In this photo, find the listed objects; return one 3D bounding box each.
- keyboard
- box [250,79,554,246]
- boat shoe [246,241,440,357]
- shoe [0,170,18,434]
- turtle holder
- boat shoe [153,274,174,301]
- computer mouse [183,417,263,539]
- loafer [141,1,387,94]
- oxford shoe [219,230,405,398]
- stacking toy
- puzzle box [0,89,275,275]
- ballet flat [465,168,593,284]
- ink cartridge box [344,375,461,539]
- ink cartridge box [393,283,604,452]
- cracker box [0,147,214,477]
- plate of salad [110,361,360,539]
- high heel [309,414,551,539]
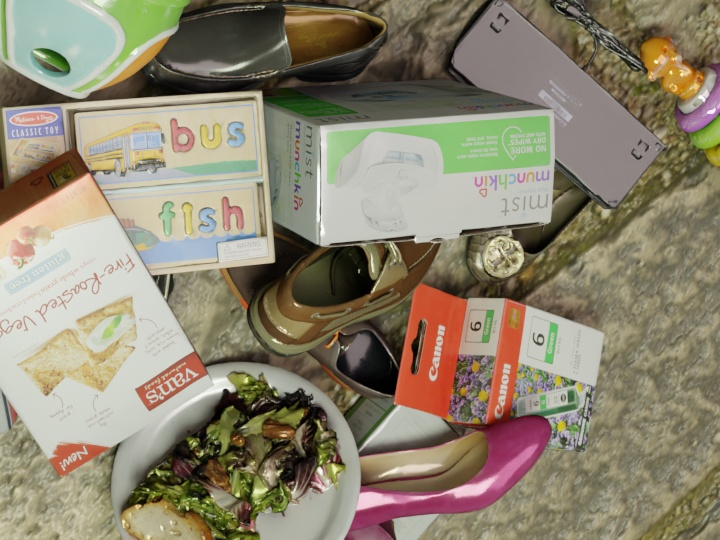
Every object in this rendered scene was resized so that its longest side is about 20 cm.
[{"bbox_3d":[0.178,-0.158,1.540,0.200,0.021,0.127,40,89,-12],"label":"keyboard"},{"bbox_3d":[0.023,-0.086,1.424,0.199,0.176,0.097,-5,105,-23],"label":"box"},{"bbox_3d":[0.000,0.000,1.438,0.200,0.074,0.076,-36,84,-37],"label":"boat shoe"},{"bbox_3d":[-0.253,0.022,1.377,0.090,0.071,0.202,-9,101,-18],"label":"shoe"},{"bbox_3d":[-0.217,-0.205,1.305,0.185,0.141,0.132,17,112,-36],"label":"turtle holder"},{"bbox_3d":[-0.180,0.001,1.417,0.064,0.070,0.202,11,89,-59],"label":"boat shoe"},{"bbox_3d":[-0.127,0.212,1.467,0.138,0.053,0.201,17,67,12],"label":"computer mouse"},{"bbox_3d":[-0.073,-0.179,1.405,0.199,0.072,0.073,-11,84,-26],"label":"loafer"},{"bbox_3d":[-0.034,0.033,1.483,0.200,0.072,0.071,40,84,-27],"label":"oxford shoe"},{"bbox_3d":[0.319,-0.139,1.604,0.199,0.110,0.117,33,72,-17],"label":"stacking toy"},{"bbox_3d":[-0.164,-0.062,1.356,0.199,0.025,0.134,-7,95,-19],"label":"puzzle box"},{"bbox_3d":[0.171,-0.062,1.572,0.200,0.046,0.068,-41,117,-12],"label":"ballet flat"},{"bbox_3d":[-0.001,0.196,1.545,0.200,0.059,0.104,-48,117,-8],"label":"ink cartridge box"},{"bbox_3d":[0.120,0.083,1.542,0.199,0.050,0.110,19,77,-42],"label":"ink cartridge box"},{"bbox_3d":[-0.209,0.032,1.308,0.133,0.058,0.201,-31,121,-5],"label":"cracker box"},{"bbox_3d":[-0.099,0.161,1.434,0.200,0.200,0.048,-37,157,-13],"label":"plate of salad"},{"bbox_3d":[0.053,0.153,1.472,0.199,0.068,0.096,-28,123,11],"label":"high heel"}]
